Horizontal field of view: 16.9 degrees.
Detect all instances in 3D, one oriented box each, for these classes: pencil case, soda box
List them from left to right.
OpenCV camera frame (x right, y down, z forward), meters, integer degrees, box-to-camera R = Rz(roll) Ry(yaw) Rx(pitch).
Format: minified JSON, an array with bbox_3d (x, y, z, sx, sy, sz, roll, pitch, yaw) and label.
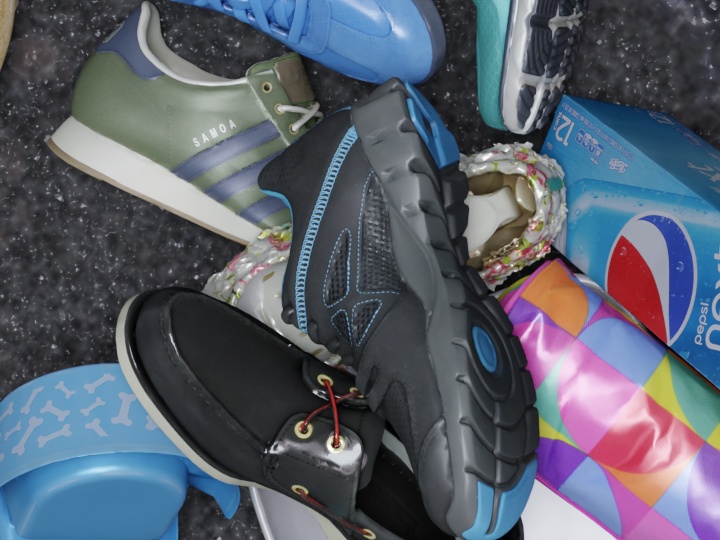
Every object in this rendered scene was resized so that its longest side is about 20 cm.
[{"bbox_3d":[0.128,0.084,1.035,0.200,0.088,0.088,41,90,5],"label":"pencil case"},{"bbox_3d":[0.153,-0.004,1.048,0.068,0.200,0.064,8,113,-35],"label":"soda box"}]

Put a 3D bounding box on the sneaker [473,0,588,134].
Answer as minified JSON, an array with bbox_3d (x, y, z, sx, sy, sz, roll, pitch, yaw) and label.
[{"bbox_3d":[0.057,-0.159,1.093,0.079,0.077,0.201,-6,87,22],"label":"sneaker"}]

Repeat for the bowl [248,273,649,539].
[{"bbox_3d":[0.065,0.117,1.112,0.199,0.075,0.201,-24,88,2],"label":"bowl"}]

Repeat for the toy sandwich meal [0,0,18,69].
[{"bbox_3d":[-0.258,-0.124,1.139,0.204,0.070,0.206,0,86,-2],"label":"toy sandwich meal"}]

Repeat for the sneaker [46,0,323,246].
[{"bbox_3d":[-0.040,-0.056,1.123,0.199,0.067,0.090,25,95,6],"label":"sneaker"}]

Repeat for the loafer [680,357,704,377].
[{"bbox_3d":[0.198,0.056,1.119,0.071,0.073,0.201,-8,87,-28],"label":"loafer"}]

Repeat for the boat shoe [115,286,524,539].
[{"bbox_3d":[-0.014,0.068,1.009,0.201,0.063,0.074,40,48,-24],"label":"boat shoe"}]

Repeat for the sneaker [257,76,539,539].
[{"bbox_3d":[0.015,0.024,0.985,0.082,0.073,0.201,-24,59,19],"label":"sneaker"}]

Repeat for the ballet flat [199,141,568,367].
[{"bbox_3d":[0.000,0.000,1.059,0.199,0.064,0.076,-31,89,-1],"label":"ballet flat"}]

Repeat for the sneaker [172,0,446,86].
[{"bbox_3d":[-0.055,-0.133,1.100,0.200,0.078,0.066,35,134,17],"label":"sneaker"}]

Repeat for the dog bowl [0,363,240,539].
[{"bbox_3d":[-0.123,0.103,1.070,0.111,0.200,0.050,3,60,-20],"label":"dog bowl"}]
